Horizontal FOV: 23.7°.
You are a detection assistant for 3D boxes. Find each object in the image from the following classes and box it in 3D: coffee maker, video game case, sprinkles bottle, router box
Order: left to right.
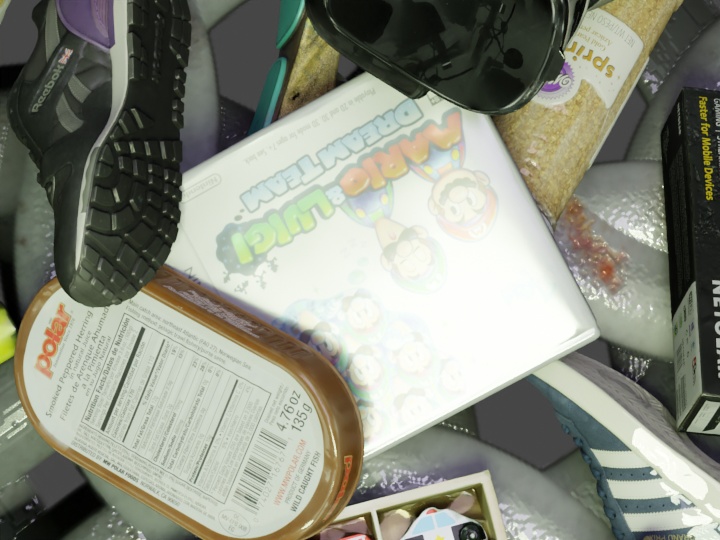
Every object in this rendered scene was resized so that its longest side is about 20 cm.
[{"bbox_3d":[0.000,0.000,0.915,0.199,0.024,0.183,-28,93,6],"label":"video game case"},{"bbox_3d":[0.057,-0.180,0.881,0.191,0.136,0.200,14,34,28],"label":"coffee maker"},{"bbox_3d":[0.114,-0.095,0.980,0.068,0.068,0.201,30,74,2],"label":"sprinkles bottle"},{"bbox_3d":[0.248,-0.002,0.954,0.148,0.051,0.202,6,59,-5],"label":"router box"}]

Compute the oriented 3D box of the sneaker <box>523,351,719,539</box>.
[{"bbox_3d":[0.151,0.123,0.930,0.200,0.075,0.085,41,107,19],"label":"sneaker"}]

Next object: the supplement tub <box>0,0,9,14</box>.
[{"bbox_3d":[-0.251,-0.190,0.885,0.144,0.200,0.147,2,75,-7],"label":"supplement tub"}]

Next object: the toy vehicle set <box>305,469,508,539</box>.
[{"bbox_3d":[-0.010,0.193,0.911,0.198,0.027,0.125,-14,78,-10],"label":"toy vehicle set"}]

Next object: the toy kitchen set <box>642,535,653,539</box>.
[{"bbox_3d":[0.153,0.271,0.813,0.163,0.180,0.200,38,91,-5],"label":"toy kitchen set"}]

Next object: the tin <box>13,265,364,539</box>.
[{"bbox_3d":[-0.092,0.068,0.891,0.199,0.042,0.113,27,98,16],"label":"tin"}]

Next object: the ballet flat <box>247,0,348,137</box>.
[{"bbox_3d":[-0.022,-0.120,0.975,0.070,0.071,0.202,13,76,-3],"label":"ballet flat"}]

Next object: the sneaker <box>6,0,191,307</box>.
[{"bbox_3d":[-0.144,-0.067,0.900,0.087,0.076,0.202,-10,58,25],"label":"sneaker"}]

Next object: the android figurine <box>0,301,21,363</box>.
[{"bbox_3d":[-0.286,0.052,0.910,0.199,0.041,0.183,-28,81,-15],"label":"android figurine"}]
